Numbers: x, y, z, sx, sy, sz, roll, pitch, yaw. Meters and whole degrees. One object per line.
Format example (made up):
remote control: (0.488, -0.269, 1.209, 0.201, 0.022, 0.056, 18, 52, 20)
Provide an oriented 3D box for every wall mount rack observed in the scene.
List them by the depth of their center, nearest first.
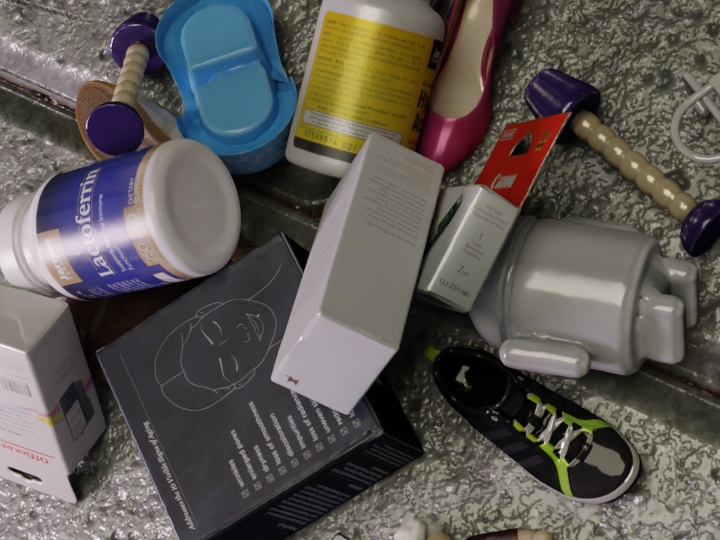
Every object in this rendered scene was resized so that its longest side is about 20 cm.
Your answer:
wall mount rack: (0.354, -0.120, 1.312, 0.199, 0.075, 0.174, -34, 64, 5)

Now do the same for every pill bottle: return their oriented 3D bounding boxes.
pill bottle: (-0.210, -0.037, 1.407, 0.199, 0.115, 0.117, -12, 72, 34)
pill bottle: (0.010, -0.178, 1.416, 0.111, 0.111, 0.202, 17, 98, 24)

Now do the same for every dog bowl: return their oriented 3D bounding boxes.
dog bowl: (-0.117, -0.171, 1.494, 0.111, 0.050, 0.201, -18, 57, 1)

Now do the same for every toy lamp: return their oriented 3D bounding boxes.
toy lamp: (0.217, -0.095, 1.360, 0.200, 0.058, 0.058, 42, 93, 23)
toy lamp: (-0.210, -0.177, 1.499, 0.058, 0.058, 0.201, -20, 30, 15)

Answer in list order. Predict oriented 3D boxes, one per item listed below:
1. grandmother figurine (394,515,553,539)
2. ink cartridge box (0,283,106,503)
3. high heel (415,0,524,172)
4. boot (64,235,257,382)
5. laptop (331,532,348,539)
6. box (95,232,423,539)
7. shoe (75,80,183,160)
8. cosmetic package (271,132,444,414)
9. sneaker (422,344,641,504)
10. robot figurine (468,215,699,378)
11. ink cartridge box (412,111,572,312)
grandmother figurine: (0.109, 0.255, 1.319, 0.199, 0.061, 0.121, 23, 46, 29)
ink cartridge box: (-0.301, 0.108, 1.473, 0.116, 0.201, 0.067, 15, 47, 23)
high heel: (0.088, -0.182, 1.417, 0.067, 0.096, 0.201, 27, 87, 24)
boot: (-0.182, 0.029, 1.494, 0.199, 0.072, 0.167, 22, 95, 24)
laptop: (-0.019, 0.339, 1.315, 0.200, 0.116, 0.188, 37, 91, 25)
box: (-0.085, 0.111, 1.394, 0.196, 0.124, 0.201, -31, 67, 9)
shoe: (-0.192, -0.112, 1.537, 0.200, 0.053, 0.070, 39, 112, 28)
cosmetic package: (0.000, 0.000, 1.303, 0.071, 0.102, 0.201, 25, 48, -10)
sneaker: (0.131, 0.123, 1.330, 0.199, 0.083, 0.072, 30, 89, 25)
robot figurine: (0.169, 0.019, 1.325, 0.199, 0.113, 0.170, 11, 44, 23)
ink cartridge box: (0.088, -0.055, 1.336, 0.043, 0.200, 0.174, 27, 87, -10)
